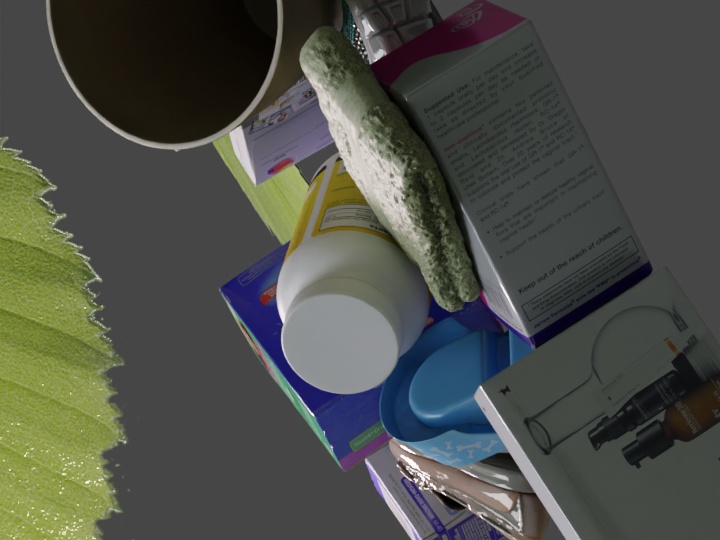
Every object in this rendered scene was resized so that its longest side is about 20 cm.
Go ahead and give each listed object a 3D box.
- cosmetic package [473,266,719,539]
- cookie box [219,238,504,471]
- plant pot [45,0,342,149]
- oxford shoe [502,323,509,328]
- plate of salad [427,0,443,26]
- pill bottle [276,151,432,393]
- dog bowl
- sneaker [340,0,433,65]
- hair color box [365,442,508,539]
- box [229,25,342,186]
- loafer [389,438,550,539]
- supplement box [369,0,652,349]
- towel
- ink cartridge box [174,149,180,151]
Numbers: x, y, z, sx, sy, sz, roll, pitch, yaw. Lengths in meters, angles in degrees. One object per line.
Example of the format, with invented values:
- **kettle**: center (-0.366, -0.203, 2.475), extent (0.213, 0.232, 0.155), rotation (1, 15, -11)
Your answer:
- **cosmetic package**: center (0.190, 0.122, 1.433), extent (0.201, 0.150, 0.052), rotation (56, 173, 9)
- **cookie box**: center (0.002, 0.041, 1.784), extent (0.200, 0.171, 0.075), rotation (50, 172, 51)
- **plant pot**: center (-0.090, -0.196, 1.561), extent (0.188, 0.187, 0.200), rotation (58, -151, 4)
- **oxford shoe**: center (0.157, 0.036, 1.703), extent (0.073, 0.071, 0.200), rotation (17, 147, 50)
- **plate of salad**: center (0.044, -0.157, 1.638), extent (0.200, 0.048, 0.200), rotation (55, 162, 27)
- **pill bottle**: center (0.000, 0.000, 1.613), extent (0.113, 0.112, 0.200), rotation (61, -157, -25)
- **dog bowl**: center (0.108, 0.071, 1.549), extent (0.050, 0.199, 0.112), rotation (45, -150, -33)
- **sneaker**: center (0.010, -0.175, 1.538), extent (0.091, 0.077, 0.201), rotation (-6, 98, 62)
- **hair color box**: center (0.118, 0.159, 1.878), extent (0.109, 0.199, 0.065), rotation (52, 169, 40)
- **box**: center (-0.038, -0.154, 1.817), extent (0.041, 0.155, 0.200), rotation (58, 174, 17)
- **loafer**: center (0.080, 0.165, 1.706), extent (0.200, 0.072, 0.063), rotation (14, 102, 58)
- **supplement box**: center (0.098, -0.067, 1.470), extent (0.201, 0.103, 0.101), rotation (60, 174, -22)
- **towel**: center (0.020, -0.063, 1.471), extent (0.149, 0.036, 0.200), rotation (55, 173, 30)
- **ink cartridge box**: center (-0.110, -0.218, 1.866), extent (0.145, 0.199, 0.085), rotation (57, 170, 4)
